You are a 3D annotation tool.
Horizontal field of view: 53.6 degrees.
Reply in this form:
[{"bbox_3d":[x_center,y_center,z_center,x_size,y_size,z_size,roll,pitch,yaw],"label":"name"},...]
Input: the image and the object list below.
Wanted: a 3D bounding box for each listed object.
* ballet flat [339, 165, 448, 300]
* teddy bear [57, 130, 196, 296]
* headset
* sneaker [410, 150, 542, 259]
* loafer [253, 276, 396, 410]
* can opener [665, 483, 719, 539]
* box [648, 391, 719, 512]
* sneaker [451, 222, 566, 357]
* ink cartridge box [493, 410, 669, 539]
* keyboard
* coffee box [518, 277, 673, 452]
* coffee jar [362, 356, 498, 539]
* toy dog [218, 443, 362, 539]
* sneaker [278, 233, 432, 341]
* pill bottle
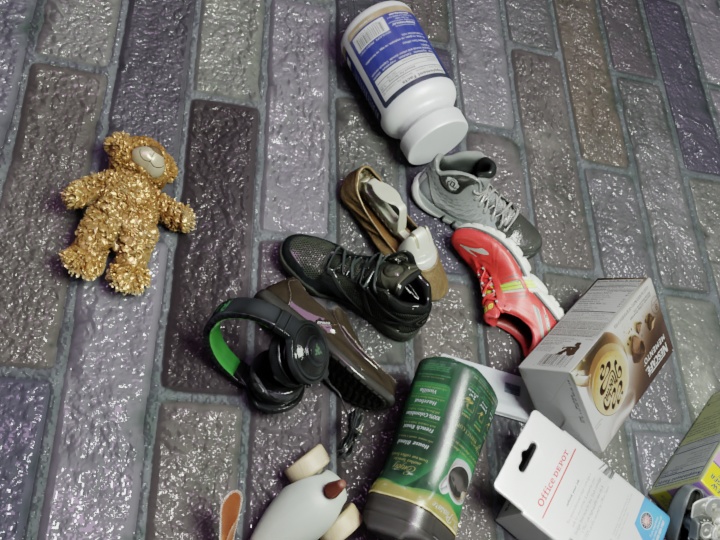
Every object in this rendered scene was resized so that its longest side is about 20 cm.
[{"bbox_3d":[0.049,-0.053,0.901,0.067,0.072,0.201,-30,77,-28],"label":"ballet flat"},{"bbox_3d":[-0.263,-0.070,0.807,0.144,0.067,0.202,32,60,-4],"label":"teddy bear"},{"bbox_3d":[-0.079,0.113,0.746,0.199,0.124,0.095,34,45,-10],"label":"headset"},{"bbox_3d":[0.168,-0.089,0.934,0.198,0.116,0.076,27,59,-4],"label":"sneaker"},{"bbox_3d":[-0.030,0.076,0.810,0.200,0.073,0.071,42,58,2],"label":"loafer"},{"bbox_3d":[0.373,0.346,0.803,0.052,0.067,0.204,5,95,-16],"label":"can opener"},{"bbox_3d":[0.493,0.266,0.882,0.199,0.097,0.176,-39,81,-29],"label":"box"},{"bbox_3d":[0.180,0.026,0.908,0.085,0.077,0.201,-36,80,-24],"label":"sneaker"},{"bbox_3d":[0.237,0.269,0.810,0.199,0.067,0.116,39,60,2],"label":"ink cartridge box"},{"bbox_3d":[0.188,0.155,0.885,0.197,0.011,0.057,18,56,-10],"label":"keyboard"},{"bbox_3d":[0.292,0.107,0.870,0.199,0.079,0.114,-38,111,-33],"label":"coffee box"},{"bbox_3d":[0.076,0.202,0.763,0.105,0.084,0.202,52,52,-41],"label":"coffee jar"},{"bbox_3d":[-0.077,0.256,0.693,0.131,0.097,0.201,35,59,1],"label":"toy dog"},{"bbox_3d":[0.000,0.000,0.837,0.198,0.115,0.077,32,57,1],"label":"sneaker"},{"bbox_3d":[0.062,-0.255,0.980,0.114,0.116,0.202,-18,72,-25],"label":"pill bottle"}]
